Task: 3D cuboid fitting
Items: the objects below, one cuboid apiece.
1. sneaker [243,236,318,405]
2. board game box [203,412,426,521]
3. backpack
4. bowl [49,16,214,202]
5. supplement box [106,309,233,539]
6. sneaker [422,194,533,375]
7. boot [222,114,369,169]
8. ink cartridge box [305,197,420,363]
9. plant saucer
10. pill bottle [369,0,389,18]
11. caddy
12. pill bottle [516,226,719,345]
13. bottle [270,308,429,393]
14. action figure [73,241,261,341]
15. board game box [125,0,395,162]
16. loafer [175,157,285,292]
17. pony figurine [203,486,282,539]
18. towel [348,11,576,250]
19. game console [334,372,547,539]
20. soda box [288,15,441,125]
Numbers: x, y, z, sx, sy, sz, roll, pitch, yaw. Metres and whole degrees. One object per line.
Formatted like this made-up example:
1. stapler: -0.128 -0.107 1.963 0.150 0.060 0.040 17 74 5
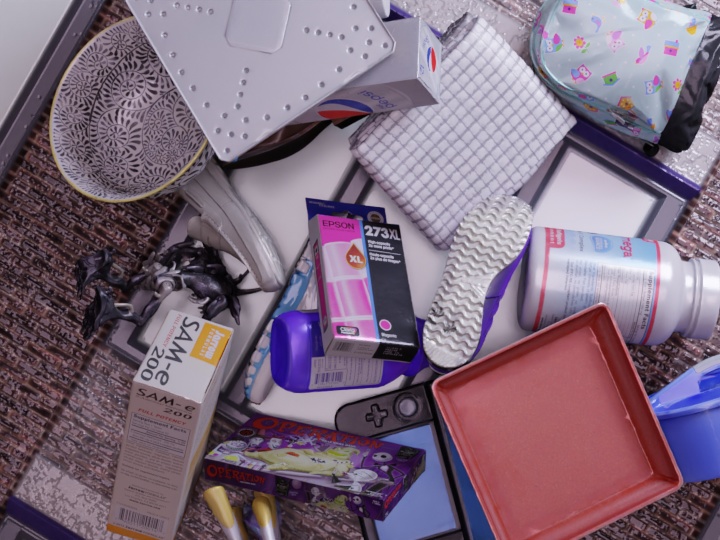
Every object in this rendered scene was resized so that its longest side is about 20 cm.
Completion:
1. sneaker: -0.055 0.058 1.431 0.086 0.075 0.202 28 89 -4
2. board game box: -0.045 0.197 1.372 0.198 0.120 0.033 9 106 21
3. backpack: 0.274 -0.227 1.404 0.198 0.127 0.169 22 92 5
4. bowl: -0.210 -0.152 1.387 0.198 0.094 0.203 -7 72 22
5. supplement box: -0.193 0.160 1.359 0.073 0.126 0.202 17 122 1
6. sneaker: 0.115 0.019 1.386 0.069 0.100 0.202 24 72 12
7. boot: -0.097 -0.228 1.448 0.185 0.064 0.202 -24 85 1
8. ink cartridge box: 0.000 0.000 1.383 0.094 0.037 0.202 6 50 -20
9. plant saucer: 0.192 0.162 1.338 0.198 0.037 0.202 -24 90 -8
10. pill bottle: -0.073 -0.294 1.371 0.197 0.110 0.111 -4 88 7
11. caddy: 0.379 0.138 1.383 0.198 0.141 0.106 -18 91 0
12. pill bottle: 0.267 0.019 1.405 0.197 0.109 0.110 7 88 1
13. bottle: 0.006 0.079 1.399 0.198 0.065 0.085 -3 99 -25
14. action figure: -0.203 0.026 1.420 0.198 0.102 0.120 1 54 -36
15. board game box: -0.096 -0.236 1.297 0.199 0.026 0.201 -33 79 3
16. loafer: -0.149 -0.051 1.426 0.069 0.070 0.201 -36 68 0
17. pony figurine: -0.090 0.327 1.380 0.165 0.193 0.202 -21 69 -2
18. towel: 0.101 -0.142 1.408 0.200 0.086 0.165 -46 112 4
19. game console: 0.081 0.218 1.396 0.174 0.116 0.203 -14 87 -8
20. soda box: -0.021 -0.194 1.344 0.198 0.063 0.069 -5 70 24
